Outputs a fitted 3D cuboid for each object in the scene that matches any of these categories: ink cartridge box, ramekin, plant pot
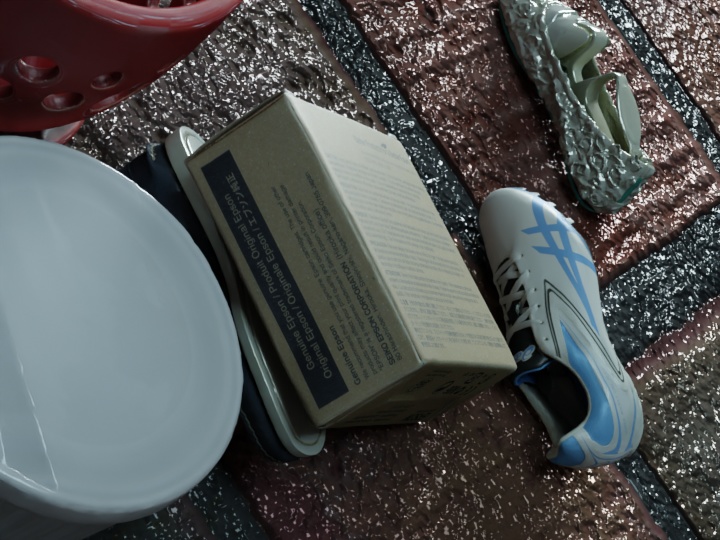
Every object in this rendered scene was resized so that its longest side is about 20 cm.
[{"bbox_3d":[0.000,0.000,1.080,0.166,0.075,0.200,62,15,13],"label":"ink cartridge box"},{"bbox_3d":[-0.164,0.043,0.931,0.201,0.094,0.204,25,47,-30],"label":"ramekin"},{"bbox_3d":[-0.179,-0.162,0.999,0.199,0.182,0.202,25,46,-29],"label":"plant pot"}]

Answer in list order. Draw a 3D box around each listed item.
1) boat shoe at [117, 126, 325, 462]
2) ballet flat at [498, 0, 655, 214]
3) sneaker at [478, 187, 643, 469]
[{"bbox_3d":[-0.081,0.019,1.046,0.201,0.062,0.075,65,16,14],"label":"boat shoe"},{"bbox_3d":[0.165,-0.137,1.403,0.071,0.072,0.202,1,60,-43],"label":"ballet flat"},{"bbox_3d":[0.118,0.032,1.231,0.072,0.072,0.201,-3,60,-35],"label":"sneaker"}]
